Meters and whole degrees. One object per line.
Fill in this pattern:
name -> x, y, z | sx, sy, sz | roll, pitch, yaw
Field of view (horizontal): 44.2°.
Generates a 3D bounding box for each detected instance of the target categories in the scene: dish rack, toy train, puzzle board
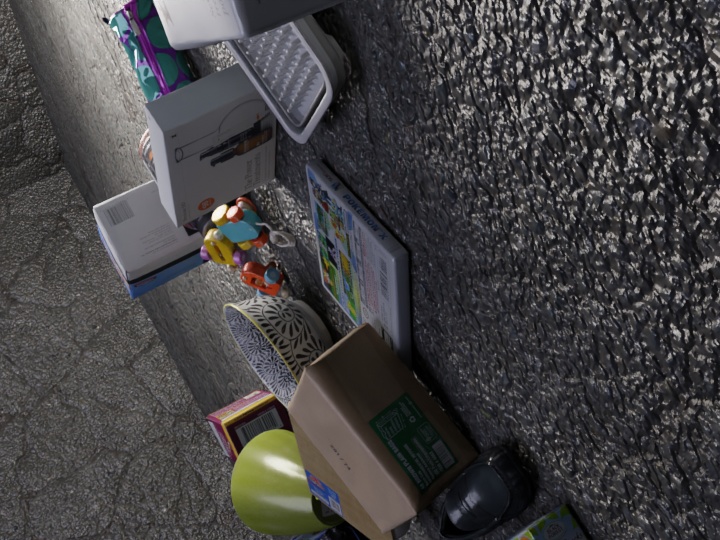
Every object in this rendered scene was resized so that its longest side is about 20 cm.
dish rack -> -0.085, -0.235, 0.867 | 0.201, 0.043, 0.172 | 56, 160, 0
toy train -> -0.154, -0.037, 1.294 | 0.148, 0.056, 0.201 | 22, 149, -4
puzzle board -> -0.021, 0.288, 1.214 | 0.199, 0.017, 0.153 | 24, 134, 47

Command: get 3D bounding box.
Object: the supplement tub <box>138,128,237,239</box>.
supplement tub -> -0.256, -0.139, 1.367 | 0.201, 0.106, 0.108 | 53, 158, 26

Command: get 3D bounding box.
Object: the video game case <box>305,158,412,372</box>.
video game case -> 0.000, 0.000, 1.005 | 0.183, 0.022, 0.202 | 48, 156, 37

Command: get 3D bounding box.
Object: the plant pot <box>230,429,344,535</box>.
plant pot -> -0.100, 0.385, 1.558 | 0.199, 0.186, 0.190 | -5, 112, 53

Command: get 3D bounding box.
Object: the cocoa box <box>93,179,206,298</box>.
cocoa box -> -0.334, -0.068, 1.514 | 0.135, 0.198, 0.131 | 58, 161, 13

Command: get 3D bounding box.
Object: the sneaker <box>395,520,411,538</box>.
sneaker -> 0.045, 0.311, 1.204 | 0.080, 0.073, 0.202 | 42, 152, 41

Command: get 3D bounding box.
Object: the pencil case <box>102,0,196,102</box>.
pencil case -> -0.294, -0.296, 1.296 | 0.203, 0.084, 0.092 | 64, -173, -3

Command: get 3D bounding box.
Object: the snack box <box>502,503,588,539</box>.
snack box -> 0.190, 0.323, 0.871 | 0.143, 0.052, 0.201 | 57, 159, 17

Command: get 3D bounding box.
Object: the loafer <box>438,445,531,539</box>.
loafer -> 0.123, 0.239, 0.911 | 0.068, 0.070, 0.201 | 54, 159, 21

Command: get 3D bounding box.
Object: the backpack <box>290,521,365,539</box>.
backpack -> -0.067, 0.556, 1.628 | 0.203, 0.188, 0.154 | 64, 177, -1

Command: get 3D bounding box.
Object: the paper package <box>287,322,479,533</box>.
paper package -> 0.017, 0.185, 1.028 | 0.201, 0.103, 0.191 | 50, 159, 11

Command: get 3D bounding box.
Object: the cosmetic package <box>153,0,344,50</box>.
cosmetic package -> -0.036, -0.244, 0.520 | 0.164, 0.198, 0.167 | 22, 136, 62

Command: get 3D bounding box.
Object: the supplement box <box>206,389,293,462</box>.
supplement box -> -0.230, 0.325, 1.846 | 0.105, 0.130, 0.200 | 64, 162, -4

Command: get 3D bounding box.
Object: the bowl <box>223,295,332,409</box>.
bowl -> -0.101, 0.105, 1.270 | 0.201, 0.094, 0.202 | 44, 157, 24

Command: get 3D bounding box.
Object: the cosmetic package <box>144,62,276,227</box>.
cosmetic package -> -0.176, -0.152, 1.074 | 0.052, 0.149, 0.201 | 55, 160, 21
